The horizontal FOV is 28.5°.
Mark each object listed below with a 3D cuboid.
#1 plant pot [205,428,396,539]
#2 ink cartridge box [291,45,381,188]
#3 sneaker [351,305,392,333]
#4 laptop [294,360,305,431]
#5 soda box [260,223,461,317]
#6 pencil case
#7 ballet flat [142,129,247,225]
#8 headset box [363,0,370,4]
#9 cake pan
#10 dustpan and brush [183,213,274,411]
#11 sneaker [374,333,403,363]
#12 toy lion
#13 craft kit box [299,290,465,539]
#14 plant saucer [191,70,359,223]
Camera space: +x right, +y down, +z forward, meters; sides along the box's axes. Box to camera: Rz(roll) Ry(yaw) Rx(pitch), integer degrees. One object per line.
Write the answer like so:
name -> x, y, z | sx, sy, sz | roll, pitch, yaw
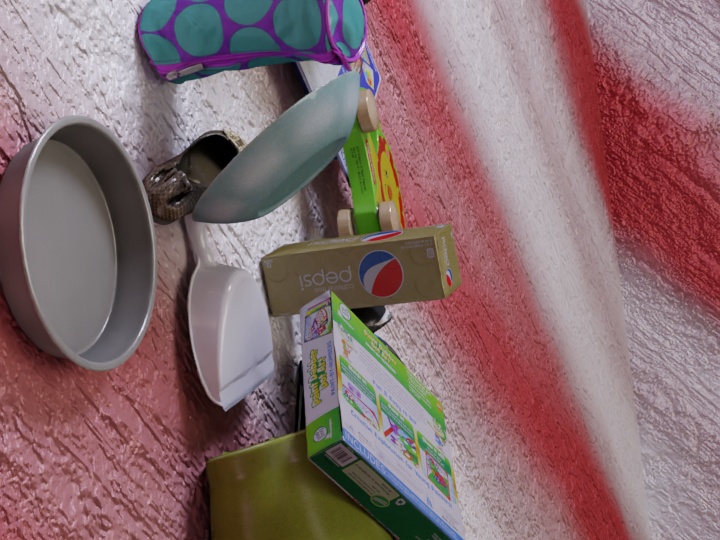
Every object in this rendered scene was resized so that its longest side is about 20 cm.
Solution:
plant pot -> -0.057, 0.249, 1.313 | 0.200, 0.198, 0.195 | -2, 74, -69
ink cartridge box -> -0.040, -0.234, 1.664 | 0.199, 0.046, 0.201 | 66, 30, -41
sneaker -> -0.018, 0.025, 1.589 | 0.088, 0.075, 0.200 | 57, 7, -11
laptop -> -0.010, 0.190, 1.520 | 0.200, 0.115, 0.190 | 45, 44, -59
soda box -> 0.000, 0.000, 1.481 | 0.064, 0.198, 0.069 | -36, 117, -66
pencil case -> -0.097, -0.217, 1.286 | 0.085, 0.198, 0.093 | 50, 41, -54
ballet flat -> -0.145, -0.095, 1.316 | 0.067, 0.046, 0.200 | 45, 28, 2
headset box -> -0.029, -0.368, 1.529 | 0.074, 0.148, 0.203 | -3, 78, -35
cake pan -> -0.225, -0.020, 1.124 | 0.200, 0.036, 0.203 | -6, 90, -69
dustpan and brush -> -0.136, 0.017, 1.344 | 0.139, 0.057, 0.203 | -34, 123, -68
sneaker -> 0.012, 0.159, 1.624 | 0.073, 0.082, 0.202 | 27, 38, -36
toy lion -> 0.013, -0.112, 1.643 | 0.192, 0.068, 0.203 | -49, 128, -74
craft kit box -> 0.020, 0.149, 1.337 | 0.200, 0.048, 0.199 | 47, 25, -32
plant saucer -> -0.065, -0.098, 1.283 | 0.039, 0.201, 0.201 | 49, 23, 4
